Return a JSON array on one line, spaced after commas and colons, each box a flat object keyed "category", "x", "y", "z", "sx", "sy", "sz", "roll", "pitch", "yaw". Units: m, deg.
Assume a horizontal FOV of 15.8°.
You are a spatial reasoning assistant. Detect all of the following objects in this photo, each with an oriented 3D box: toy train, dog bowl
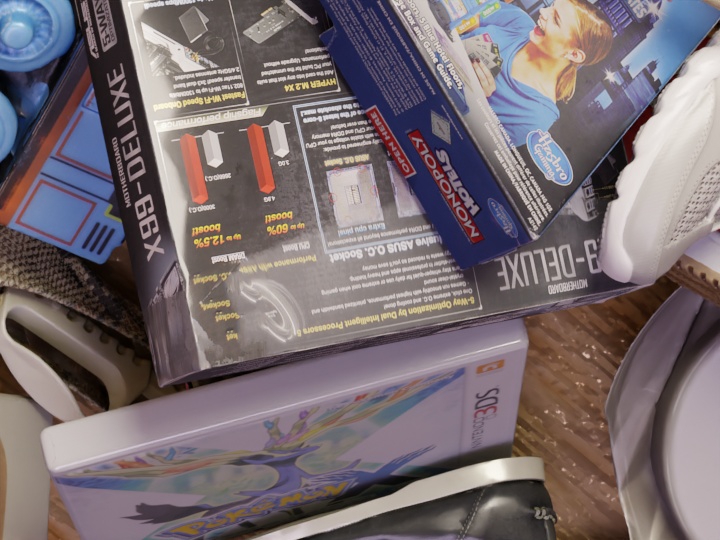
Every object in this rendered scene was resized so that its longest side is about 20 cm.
[{"category": "toy train", "x": -0.109, "y": -0.102, "z": 1.055, "sx": 0.114, "sy": 0.087, "sz": 0.200, "roll": 22, "pitch": 120, "yaw": -21}, {"category": "dog bowl", "x": 0.202, "y": 0.074, "z": 1.128, "sx": 0.199, "sy": 0.059, "sz": 0.201, "roll": 1, "pitch": 102, "yaw": 4}]

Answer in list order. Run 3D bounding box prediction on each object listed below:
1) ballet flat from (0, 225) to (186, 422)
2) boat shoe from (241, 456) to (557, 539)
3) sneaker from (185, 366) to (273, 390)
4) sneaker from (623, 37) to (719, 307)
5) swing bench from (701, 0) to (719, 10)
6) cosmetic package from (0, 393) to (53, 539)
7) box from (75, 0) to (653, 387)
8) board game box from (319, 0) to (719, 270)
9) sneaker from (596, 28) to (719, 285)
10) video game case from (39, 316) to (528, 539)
[{"category": "ballet flat", "x": -0.104, "y": 0.050, "z": 1.155, "sx": 0.200, "sy": 0.076, "sz": 0.068, "roll": 34, "pitch": 129, "yaw": -18}, {"category": "boat shoe", "x": -0.006, "y": 0.140, "z": 1.177, "sx": 0.199, "sy": 0.072, "sz": 0.068, "roll": -16, "pitch": 81, "yaw": 10}, {"category": "sneaker", "x": 0.000, "y": 0.000, "z": 1.092, "sx": 0.200, "sy": 0.088, "sz": 0.074, "roll": -39, "pitch": 108, "yaw": 13}, {"category": "sneaker", "x": 0.195, "y": -0.023, "z": 1.043, "sx": 0.199, "sy": 0.071, "sz": 0.113, "roll": 31, "pitch": 85, "yaw": 20}, {"category": "swing bench", "x": 0.146, "y": -0.204, "z": 0.919, "sx": 0.198, "sy": 0.201, "sz": 0.130, "roll": 26, "pitch": 149, "yaw": -12}, {"category": "cosmetic package", "x": -0.241, "y": 0.084, "z": 1.113, "sx": 0.199, "sy": 0.072, "sz": 0.105, "roll": 9, "pitch": 168, "yaw": -40}, {"category": "box", "x": 0.004, "y": -0.051, "z": 0.994, "sx": 0.199, "sy": 0.050, "sz": 0.159, "roll": -11, "pitch": 84, "yaw": -26}, {"category": "board game box", "x": 0.071, "y": -0.138, "z": 0.980, "sx": 0.201, "sy": 0.199, "sz": 0.062, "roll": 59, "pitch": 152, "yaw": -4}, {"category": "sneaker", "x": 0.171, "y": -0.060, "z": 0.979, "sx": 0.200, "sy": 0.075, "sz": 0.082, "roll": -43, "pitch": 74, "yaw": -13}, {"category": "video game case", "x": -0.028, "y": 0.076, "z": 1.110, "sx": 0.199, "sy": 0.022, "sz": 0.182, "roll": -14, "pitch": 161, "yaw": -4}]
